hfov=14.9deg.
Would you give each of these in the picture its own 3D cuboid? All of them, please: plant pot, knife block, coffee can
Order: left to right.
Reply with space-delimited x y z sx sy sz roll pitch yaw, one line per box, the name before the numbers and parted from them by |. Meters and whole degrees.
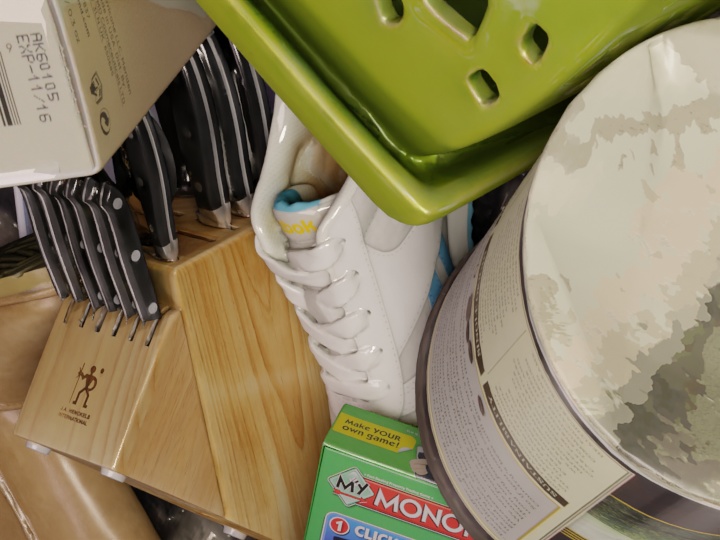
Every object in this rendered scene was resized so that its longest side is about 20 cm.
knife block | -0.052 0.004 1.060 0.064 0.200 0.177 15 80 44
plant pot | 0.043 -0.142 0.880 0.200 0.199 0.182 49 135 10
coffee can | 0.103 0.021 0.867 0.147 0.146 0.200 54 166 7

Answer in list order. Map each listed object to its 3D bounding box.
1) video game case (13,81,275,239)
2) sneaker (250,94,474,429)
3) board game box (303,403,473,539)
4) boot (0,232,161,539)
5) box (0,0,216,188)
video game case | -0.072 -0.059 1.109 0.181 0.023 0.202 9 113 35
sneaker | 0.000 0.000 1.019 0.076 0.080 0.202 6 102 48
board game box | 0.072 0.139 1.009 0.199 0.029 0.135 19 125 9
boot | -0.113 0.084 1.153 0.175 0.066 0.201 -13 107 55
box | -0.108 -0.102 0.960 0.094 0.200 0.078 -6 113 19
